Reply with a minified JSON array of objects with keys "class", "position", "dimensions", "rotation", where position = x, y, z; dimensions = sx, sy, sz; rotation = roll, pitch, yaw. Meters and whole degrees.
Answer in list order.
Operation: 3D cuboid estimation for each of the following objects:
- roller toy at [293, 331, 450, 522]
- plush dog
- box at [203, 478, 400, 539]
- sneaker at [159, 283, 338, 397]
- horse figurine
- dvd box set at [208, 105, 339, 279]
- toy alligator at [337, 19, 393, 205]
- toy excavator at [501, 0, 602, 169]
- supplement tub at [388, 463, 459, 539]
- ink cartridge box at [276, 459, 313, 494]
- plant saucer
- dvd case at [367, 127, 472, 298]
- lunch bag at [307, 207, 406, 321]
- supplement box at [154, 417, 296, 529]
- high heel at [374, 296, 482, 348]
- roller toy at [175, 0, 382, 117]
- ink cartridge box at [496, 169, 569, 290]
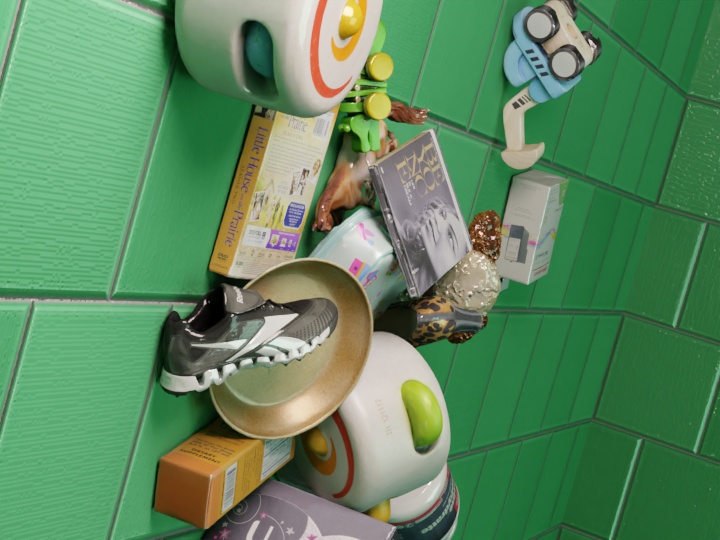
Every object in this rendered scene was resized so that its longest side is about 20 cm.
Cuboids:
[{"class":"roller toy","position":[-0.001,0.174,1.812],"dimensions":[0.139,0.183,0.201],"rotation":[-19,141,-31]},{"class":"plush dog","position":[0.093,-0.002,1.981],"dimensions":[0.160,0.170,0.202],"rotation":[-35,139,-59]},{"class":"box","position":[-0.067,0.328,1.789],"dimensions":[0.133,0.198,0.115],"rotation":[-60,155,-28]},{"class":"sneaker","position":[-0.108,0.050,1.569],"dimensions":[0.198,0.066,0.092],"rotation":[-19,119,-27]},{"class":"horse figurine","position":[0.004,-0.115,1.825],"dimensions":[0.202,0.050,0.133],"rotation":[-63,152,-9]},{"class":"dvd box set","position":[-0.086,-0.089,1.641],"dimensions":[0.146,0.029,0.202],"rotation":[4,103,-69]},{"class":"toy alligator","position":[-0.003,-0.172,1.744],"dimensions":[0.054,0.059,0.203],"rotation":[1,96,-27]},{"class":"toy excavator","position":[0.250,-0.268,2.302],"dimensions":[0.196,0.199,0.100],"rotation":[57,36,-5]},{"class":"supplement tub","position":[0.060,0.303,2.193],"dimensions":[0.141,0.139,0.201],"rotation":[-64,158,-21]},{"class":"ink cartridge box","position":[-0.020,0.236,2.008],"dimensions":[0.148,0.085,0.200],"rotation":[-65,158,-20]},{"class":"plant saucer","position":[-0.078,0.077,1.667],"dimensions":[0.198,0.035,0.203],"rotation":[-15,118,-30]},{"class":"dvd case","position":[0.070,-0.068,1.792],"dimensions":[0.200,0.016,0.150],"rotation":[-38,111,-64]},{"class":"lunch bag","position":[0.000,0.000,1.804],"dimensions":[0.161,0.077,0.200],"rotation":[-51,167,17]},{"class":"supplement box","position":[-0.137,0.197,1.692],"dimensions":[0.200,0.066,0.070],"rotation":[-31,132,-62]},{"class":"high heel","position":[0.030,0.068,1.883],"dimensions":[0.142,0.198,0.072],"rotation":[9,70,-64]},{"class":"roller toy","position":[-0.061,-0.233,1.408],"dimensions":[0.200,0.138,0.185],"rotation":[1,106,-70]},{"class":"ink cartridge box","position":[0.265,-0.050,2.551],"dimensions":[0.117,0.067,0.202],"rotation":[-22,127,-65]}]
